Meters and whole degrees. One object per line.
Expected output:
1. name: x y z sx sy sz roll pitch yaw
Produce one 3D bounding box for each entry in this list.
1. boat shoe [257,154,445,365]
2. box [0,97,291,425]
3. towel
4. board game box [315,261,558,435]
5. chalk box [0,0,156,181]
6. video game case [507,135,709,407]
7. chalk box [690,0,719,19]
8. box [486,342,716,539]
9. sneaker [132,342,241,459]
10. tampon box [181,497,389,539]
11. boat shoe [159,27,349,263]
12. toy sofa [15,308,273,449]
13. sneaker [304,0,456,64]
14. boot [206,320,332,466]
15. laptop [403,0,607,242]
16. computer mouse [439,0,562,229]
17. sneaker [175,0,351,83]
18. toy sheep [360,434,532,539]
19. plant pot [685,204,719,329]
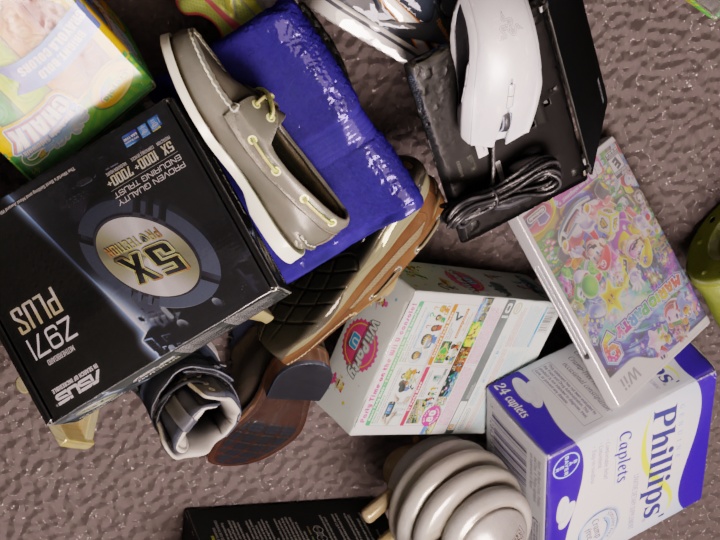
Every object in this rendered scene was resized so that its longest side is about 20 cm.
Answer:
1. boat shoe: 0.000 0.000 1.424 0.200 0.076 0.074 -48 136 6
2. box: -0.178 -0.005 1.278 0.199 0.086 0.165 -30 85 2
3. towel: -0.058 -0.102 1.350 0.147 0.050 0.201 -28 110 20
4. board game box: 0.072 0.072 1.542 0.199 0.064 0.149 5 116 -45
5. chalk box: -0.243 -0.161 1.292 0.125 0.124 0.200 -40 124 5
6. video game case: 0.226 0.000 1.541 0.143 0.018 0.201 -37 104 -31
7. chalk box: 0.265 -0.300 1.401 0.199 0.124 0.125 31 103 -32
8. box: 0.225 0.165 1.621 0.198 0.105 0.185 -25 136 -22
9. sneaker: -0.184 0.076 1.434 0.201 0.147 0.077 31 105 -30
10. tampon box: -0.066 0.317 1.620 0.198 0.126 0.151 -1 118 -20
11. boat shoe: -0.080 -0.101 1.287 0.060 0.072 0.203 -27 112 13
12. toy sofa: -0.176 0.048 1.360 0.199 0.083 0.098 -34 81 1
13. sneaker: 0.052 -0.203 1.408 0.199 0.078 0.080 28 99 -35
14. boot: -0.086 0.095 1.535 0.074 0.098 0.200 10 142 -29
15. laptop: 0.129 -0.156 1.440 0.198 0.103 0.179 -27 123 -9
16. computer mouse: 0.109 -0.131 1.355 0.108 0.044 0.202 -15 121 -16
17. sneaker: -0.075 -0.178 1.383 0.090 0.078 0.200 -34 118 9
18. toy sheep: 0.087 0.223 1.551 0.137 0.200 0.139 -22 132 -27
19. plant pot: 0.414 0.020 1.617 0.200 0.201 0.193 -45 111 8
